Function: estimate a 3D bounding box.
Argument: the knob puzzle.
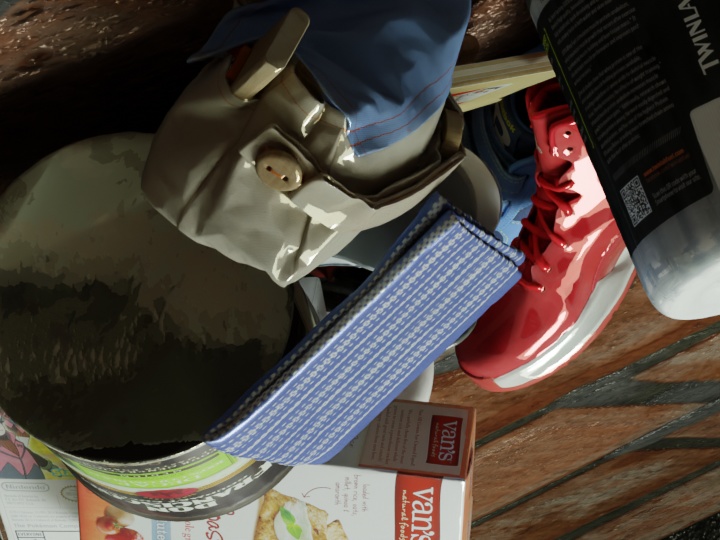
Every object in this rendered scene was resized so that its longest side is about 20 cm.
[{"bbox_3d":[-0.020,-0.079,1.406,0.218,0.031,0.220,-14,178,0],"label":"knob puzzle"}]

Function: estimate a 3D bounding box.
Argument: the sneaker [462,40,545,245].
[{"bbox_3d":[0.085,-0.069,1.546,0.082,0.074,0.200,-8,152,-44],"label":"sneaker"}]

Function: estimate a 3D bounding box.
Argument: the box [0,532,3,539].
[{"bbox_3d":[-0.219,0.126,1.548,0.035,0.201,0.110,-16,165,-19],"label":"box"}]

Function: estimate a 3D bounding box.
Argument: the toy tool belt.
[{"bbox_3d":[-0.005,-0.093,1.217,0.200,0.124,0.123,-52,165,-48],"label":"toy tool belt"}]

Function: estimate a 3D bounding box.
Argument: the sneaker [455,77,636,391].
[{"bbox_3d":[0.093,-0.037,1.466,0.115,0.078,0.200,32,103,-39],"label":"sneaker"}]

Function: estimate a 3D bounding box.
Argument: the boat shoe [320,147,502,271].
[{"bbox_3d":[0.014,-0.031,1.476,0.086,0.075,0.201,-11,180,-41],"label":"boat shoe"}]

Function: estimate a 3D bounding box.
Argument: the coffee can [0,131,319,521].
[{"bbox_3d":[-0.094,0.031,1.369,0.145,0.147,0.200,-21,168,-1],"label":"coffee can"}]

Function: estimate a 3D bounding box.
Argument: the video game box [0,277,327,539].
[{"bbox_3d":[-0.104,0.085,1.564,0.198,0.047,0.183,-1,133,12],"label":"video game box"}]

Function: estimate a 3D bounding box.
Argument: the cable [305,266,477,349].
[{"bbox_3d":[0.000,0.000,1.533,0.097,0.051,0.200,-22,-163,-2],"label":"cable"}]

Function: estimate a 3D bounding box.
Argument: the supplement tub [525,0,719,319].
[{"bbox_3d":[0.146,-0.091,1.281,0.122,0.201,0.123,-20,166,-5],"label":"supplement tub"}]

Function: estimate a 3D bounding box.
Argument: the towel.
[{"bbox_3d":[0.004,0.029,1.305,0.145,0.024,0.200,-45,168,4],"label":"towel"}]

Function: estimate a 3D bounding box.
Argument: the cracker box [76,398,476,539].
[{"bbox_3d":[-0.043,0.124,1.518,0.198,0.058,0.135,5,132,5],"label":"cracker box"}]

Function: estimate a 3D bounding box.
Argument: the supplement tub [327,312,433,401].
[{"bbox_3d":[-0.068,0.073,1.692,0.144,0.146,0.200,-9,162,-41],"label":"supplement tub"}]
